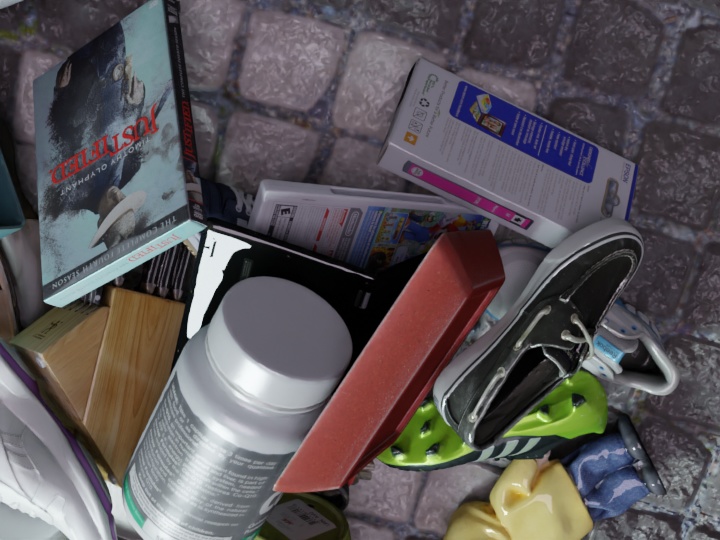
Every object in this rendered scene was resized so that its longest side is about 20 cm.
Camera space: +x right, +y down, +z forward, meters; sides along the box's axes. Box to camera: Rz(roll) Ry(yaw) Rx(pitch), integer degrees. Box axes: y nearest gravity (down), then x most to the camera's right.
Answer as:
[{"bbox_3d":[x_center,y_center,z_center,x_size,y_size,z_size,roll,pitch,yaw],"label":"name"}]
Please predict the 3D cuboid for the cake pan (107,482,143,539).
[{"bbox_3d":[-0.188,0.173,0.937,0.199,0.037,0.202,0,107,1],"label":"cake pan"}]

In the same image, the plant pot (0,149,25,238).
[{"bbox_3d":[-0.387,-0.055,0.796,0.199,0.141,0.142,-25,82,31],"label":"plant pot"}]

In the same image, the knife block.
[{"bbox_3d":[-0.179,0.049,0.857,0.175,0.064,0.201,-39,119,-30],"label":"knife block"}]

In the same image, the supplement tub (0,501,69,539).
[{"bbox_3d":[-0.321,0.216,0.868,0.145,0.145,0.200,33,127,-8],"label":"supplement tub"}]

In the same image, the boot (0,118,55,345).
[{"bbox_3d":[-0.265,-0.031,0.876,0.096,0.075,0.202,-6,98,-23],"label":"boot"}]

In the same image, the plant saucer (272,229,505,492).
[{"bbox_3d":[0.035,0.064,0.748,0.037,0.199,0.201,36,101,11],"label":"plant saucer"}]

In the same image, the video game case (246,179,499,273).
[{"bbox_3d":[0.000,0.000,0.832,0.199,0.018,0.144,3,127,-25],"label":"video game case"}]

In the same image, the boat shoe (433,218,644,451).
[{"bbox_3d":[0.141,0.050,0.777,0.200,0.064,0.071,-48,125,5],"label":"boat shoe"}]

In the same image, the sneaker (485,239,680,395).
[{"bbox_3d":[0.178,0.041,0.850,0.199,0.087,0.075,26,102,-17],"label":"sneaker"}]

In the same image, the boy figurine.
[{"bbox_3d":[0.165,0.209,0.929,0.199,0.064,0.125,-31,104,10],"label":"boy figurine"}]

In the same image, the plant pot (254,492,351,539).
[{"bbox_3d":[-0.075,0.293,0.893,0.186,0.187,0.201,12,107,-2],"label":"plant pot"}]

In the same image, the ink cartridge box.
[{"bbox_3d":[0.117,-0.083,0.827,0.199,0.095,0.037,24,146,-4],"label":"ink cartridge box"}]

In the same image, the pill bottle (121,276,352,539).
[{"bbox_3d":[-0.089,0.108,0.753,0.113,0.113,0.201,26,125,-7],"label":"pill bottle"}]

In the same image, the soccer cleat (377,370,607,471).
[{"bbox_3d":[0.108,0.135,0.881,0.199,0.068,0.081,-15,140,14],"label":"soccer cleat"}]

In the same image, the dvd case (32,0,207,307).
[{"bbox_3d":[-0.182,-0.090,0.780,0.145,0.022,0.201,-25,61,26],"label":"dvd case"}]

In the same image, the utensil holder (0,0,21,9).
[{"bbox_3d":[-0.326,-0.248,0.746,0.199,0.170,0.171,-16,106,5],"label":"utensil holder"}]

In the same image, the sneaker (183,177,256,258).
[{"bbox_3d":[-0.074,-0.036,0.832,0.108,0.070,0.200,-33,129,5],"label":"sneaker"}]

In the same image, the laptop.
[{"bbox_3d":[-0.030,0.039,0.834,0.199,0.116,0.188,19,124,0],"label":"laptop"}]

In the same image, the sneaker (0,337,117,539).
[{"bbox_3d":[-0.257,0.144,0.786,0.099,0.075,0.201,-36,91,-15],"label":"sneaker"}]

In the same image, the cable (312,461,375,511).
[{"bbox_3d":[-0.071,0.154,0.911,0.199,0.050,0.098,12,118,-14],"label":"cable"}]
